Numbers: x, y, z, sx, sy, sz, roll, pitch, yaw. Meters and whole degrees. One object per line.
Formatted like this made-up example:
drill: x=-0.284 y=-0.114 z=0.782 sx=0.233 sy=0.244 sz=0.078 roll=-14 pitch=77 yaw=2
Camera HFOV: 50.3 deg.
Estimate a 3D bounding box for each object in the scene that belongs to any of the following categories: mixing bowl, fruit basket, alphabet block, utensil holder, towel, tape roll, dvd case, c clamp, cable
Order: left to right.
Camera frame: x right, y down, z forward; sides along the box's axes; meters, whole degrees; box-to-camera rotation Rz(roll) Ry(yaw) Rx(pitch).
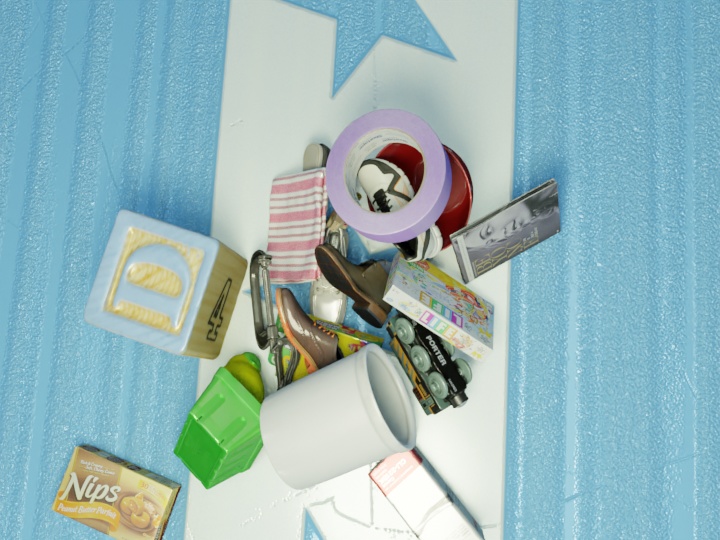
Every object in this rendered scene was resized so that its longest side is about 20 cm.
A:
alphabet block: x=-0.328 y=0.031 z=1.329 sx=0.192 sy=0.200 sz=0.200 roll=19 pitch=84 yaw=7
fruit basket: x=-0.214 y=0.242 z=1.313 sx=0.155 sy=0.216 sz=0.216 roll=43 pitch=87 yaw=10
c clamp: x=-0.163 y=0.053 z=1.333 sx=0.026 sy=0.171 sz=0.204 roll=-3 pitch=71 yaw=-20
cable: x=-0.126 y=0.215 z=1.341 sx=0.095 sy=0.050 sz=0.205 roll=-7 pitch=92 yaw=29
towel: x=-0.118 y=-0.079 z=1.369 sx=0.144 sy=0.030 sz=0.205 roll=-5 pitch=79 yaw=44
utensil holder: x=-0.035 y=0.231 z=1.200 sx=0.197 sy=0.169 sz=0.173 roll=-25 pitch=79 yaw=17
tape roll: x=0.045 y=-0.150 z=1.228 sx=0.195 sy=0.066 sz=0.205 roll=-3 pitch=79 yaw=15
mixing bowl: x=0.120 y=-0.142 z=1.338 sx=0.196 sy=0.108 sz=0.205 roll=12 pitch=114 yaw=27
dvd case: x=0.252 y=-0.063 z=1.316 sx=0.197 sy=0.149 sz=0.016 roll=-28 pitch=56 yaw=0

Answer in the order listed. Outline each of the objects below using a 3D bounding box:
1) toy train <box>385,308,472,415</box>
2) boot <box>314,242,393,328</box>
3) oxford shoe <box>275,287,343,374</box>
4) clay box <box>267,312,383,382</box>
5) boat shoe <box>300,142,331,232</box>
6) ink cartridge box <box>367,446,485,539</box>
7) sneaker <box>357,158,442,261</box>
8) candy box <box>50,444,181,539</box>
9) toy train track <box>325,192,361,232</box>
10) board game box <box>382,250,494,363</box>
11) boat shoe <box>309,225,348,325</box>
toy train: x=0.110 y=0.152 z=1.313 sx=0.084 sy=0.114 sz=0.202 roll=-23 pitch=74 yaw=-32
boot: x=0.000 y=0.000 z=1.327 sx=0.074 sy=0.201 sz=0.098 roll=10 pitch=56 yaw=48
oxford shoe: x=-0.076 y=0.108 z=1.282 sx=0.071 sy=0.071 sz=0.202 roll=-26 pitch=105 yaw=11
clay box: x=-0.067 y=0.148 z=1.345 sx=0.196 sy=0.048 sz=0.117 roll=16 pitch=105 yaw=7
boat shoe: x=-0.078 y=-0.130 z=1.401 sx=0.066 sy=0.056 sz=0.205 roll=3 pitch=84 yaw=46
ink cartridge box: x=0.109 y=0.381 z=1.260 sx=0.083 sy=0.144 sz=0.201 roll=-41 pitch=79 yaw=-1
sneaker: x=0.058 y=-0.102 z=1.279 sx=0.201 sy=0.080 sz=0.074 roll=52 pitch=127 yaw=7
candy box: x=-0.429 y=0.400 z=1.354 sx=0.196 sy=0.055 sz=0.118 roll=20 pitch=84 yaw=9
toy train track: x=-0.016 y=-0.138 z=1.357 sx=0.032 sy=0.115 sz=0.202 roll=26 pitch=44 yaw=-12
board game box: x=0.136 y=0.054 z=1.290 sx=0.198 sy=0.135 sz=0.034 roll=33 pitch=121 yaw=-9
boat shoe: x=-0.058 y=0.015 z=1.370 sx=0.069 sy=0.069 sz=0.205 roll=2 pitch=83 yaw=2
